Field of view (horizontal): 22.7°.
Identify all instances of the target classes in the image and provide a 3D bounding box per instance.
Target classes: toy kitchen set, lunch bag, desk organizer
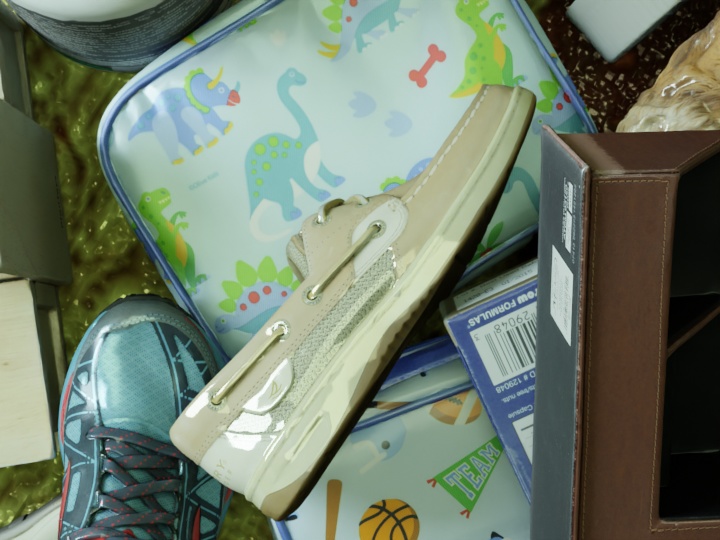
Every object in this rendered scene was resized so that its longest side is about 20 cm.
[{"bbox_3d":[-0.223,-0.009,0.748,0.179,0.163,0.202,-8,87,-1],"label":"toy kitchen set"},{"bbox_3d":[0.060,0.095,0.775,0.199,0.076,0.161,-20,107,-4],"label":"lunch bag"},{"bbox_3d":[0.108,0.051,0.661,0.076,0.072,0.202,-2,106,-6],"label":"desk organizer"},{"bbox_3d":[-0.006,-0.056,0.793,0.199,0.082,0.161,-33,91,-2],"label":"lunch bag"}]

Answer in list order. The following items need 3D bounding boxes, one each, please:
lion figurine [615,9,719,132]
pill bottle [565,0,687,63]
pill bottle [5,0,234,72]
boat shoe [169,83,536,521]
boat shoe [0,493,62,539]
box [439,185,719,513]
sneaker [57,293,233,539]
[{"bbox_3d":[0.175,-0.110,0.723,0.122,0.072,0.202,11,102,5],"label":"lion figurine"},{"bbox_3d":[0.080,-0.196,0.788,0.109,0.110,0.200,-40,88,-2],"label":"pill bottle"},{"bbox_3d":[-0.107,-0.151,0.737,0.112,0.200,0.114,0,88,-1],"label":"pill bottle"},{"bbox_3d":[0.000,0.000,0.712,0.065,0.072,0.201,33,80,8],"label":"boat shoe"},{"bbox_3d":[-0.159,0.151,0.789,0.199,0.076,0.072,-25,90,0],"label":"boat shoe"},{"bbox_3d":[0.126,0.077,0.722,0.120,0.032,0.201,-24,105,3],"label":"box"},{"bbox_3d":[-0.085,0.111,0.719,0.079,0.096,0.202,2,91,-7],"label":"sneaker"}]
